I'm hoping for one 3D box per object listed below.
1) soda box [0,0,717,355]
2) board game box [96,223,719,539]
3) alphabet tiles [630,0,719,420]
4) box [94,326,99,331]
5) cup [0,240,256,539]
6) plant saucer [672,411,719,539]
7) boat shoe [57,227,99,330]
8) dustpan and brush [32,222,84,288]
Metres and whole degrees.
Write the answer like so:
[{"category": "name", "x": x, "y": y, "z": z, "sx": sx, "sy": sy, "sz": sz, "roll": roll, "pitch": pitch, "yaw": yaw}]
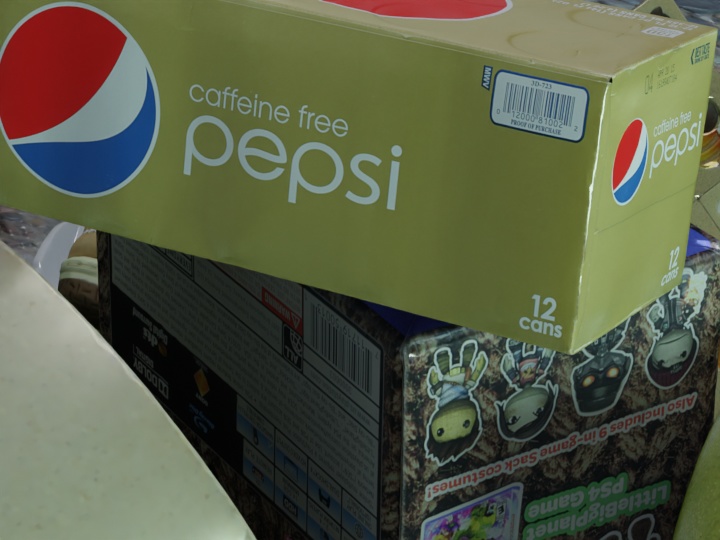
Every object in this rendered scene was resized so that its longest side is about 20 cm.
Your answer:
[{"category": "soda box", "x": -0.024, "y": -0.041, "z": 0.639, "sx": 0.199, "sy": 0.064, "sz": 0.068, "roll": 15, "pitch": 20, "yaw": 24}, {"category": "board game box", "x": 0.007, "y": 0.063, "z": 0.736, "sx": 0.097, "sy": 0.201, "sz": 0.159, "roll": -15, "pitch": 32, "yaw": -28}, {"category": "alphabet tiles", "x": 0.056, "y": 0.000, "z": 0.939, "sx": 0.200, "sy": 0.167, "sz": 0.006, "roll": -37, "pitch": 7, "yaw": -13}, {"category": "box", "x": -0.173, "y": 0.022, "z": 0.930, "sx": 0.200, "sy": 0.064, "sz": 0.070, "roll": 26, "pitch": 47, "yaw": 36}, {"category": "cup", "x": -0.121, "y": 0.100, "z": 0.656, "sx": 0.143, "sy": 0.201, "sz": 0.200, "roll": -38, "pitch": 45, "yaw": -25}, {"category": "plant saucer", "x": 0.106, "y": 0.105, "z": 0.704, "sx": 0.031, "sy": 0.201, "sz": 0.200, "roll": 7, "pitch": 19, "yaw": 20}, {"category": "boat shoe", "x": 0.000, "y": 0.000, "z": 0.886, "sx": 0.199, "sy": 0.076, "sz": 0.072, "roll": 12, "pitch": -3, "yaw": -27}, {"category": "dustpan and brush", "x": -0.070, "y": 0.025, "z": 0.978, "sx": 0.139, "sy": 0.057, "sz": 0.201, "roll": -15, "pitch": 49, "yaw": 23}]
